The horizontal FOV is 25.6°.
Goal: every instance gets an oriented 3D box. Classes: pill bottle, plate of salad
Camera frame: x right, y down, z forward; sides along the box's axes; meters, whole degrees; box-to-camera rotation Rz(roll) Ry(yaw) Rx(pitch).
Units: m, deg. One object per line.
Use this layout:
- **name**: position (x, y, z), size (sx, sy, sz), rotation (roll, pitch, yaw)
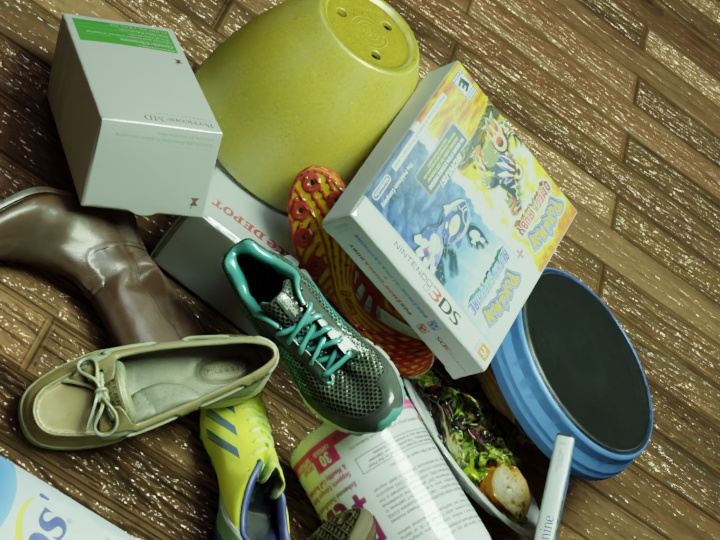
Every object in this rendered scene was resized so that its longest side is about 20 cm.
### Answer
- **pill bottle**: position (0.037, 0.208, 1.278), size (0.113, 0.113, 0.201), rotation (-14, 66, -46)
- **plate of salad**: position (0.105, 0.148, 1.388), size (0.200, 0.048, 0.200), rotation (47, 13, -14)

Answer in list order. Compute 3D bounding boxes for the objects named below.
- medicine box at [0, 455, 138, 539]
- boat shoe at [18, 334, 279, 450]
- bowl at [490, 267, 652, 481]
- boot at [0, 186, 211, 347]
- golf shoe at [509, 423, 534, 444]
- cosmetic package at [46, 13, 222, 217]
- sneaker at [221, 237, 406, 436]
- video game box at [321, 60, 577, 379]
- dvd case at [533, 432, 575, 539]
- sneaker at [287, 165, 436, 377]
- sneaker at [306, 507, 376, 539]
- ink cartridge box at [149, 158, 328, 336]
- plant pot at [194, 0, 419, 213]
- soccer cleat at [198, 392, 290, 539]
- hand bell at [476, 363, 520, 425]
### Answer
- **medicine box**: position (-0.212, 0.256, 1.036), size (0.199, 0.103, 0.183), rotation (34, 41, -13)
- **boat shoe**: position (-0.161, 0.087, 1.209), size (0.199, 0.063, 0.074), rotation (-8, 77, -19)
- **bowl**: position (0.190, 0.088, 1.415), size (0.200, 0.039, 0.202), rotation (33, 39, -32)
- **boot**: position (-0.213, 0.029, 1.269), size (0.186, 0.064, 0.201), rotation (-21, 76, -45)
- **golf shoe**: position (0.156, 0.063, 1.517), size (0.078, 0.097, 0.201), rotation (-15, 66, -44)
- **cosmetic package**: position (-0.195, -0.132, 1.337), size (0.107, 0.085, 0.200), rotation (5, 30, -25)
- **sneaker**: position (-0.046, 0.049, 1.241), size (0.200, 0.078, 0.091), rotation (44, -2, 28)
- **video game box**: position (0.081, -0.044, 1.335), size (0.182, 0.047, 0.201), rotation (50, 53, -22)
- **dvd case**: position (0.143, 0.246, 1.275), size (0.017, 0.143, 0.202), rotation (11, 68, 9)
- **sneaker**: position (0.000, 0.000, 1.348), size (0.201, 0.073, 0.077), rotation (60, 16, -12)
- **sneaker**: position (-0.033, 0.275, 1.187), size (0.076, 0.070, 0.201), rotation (45, 59, -22)
- **ink cartridge box**: position (-0.078, -0.047, 1.420), size (0.145, 0.088, 0.201), rotation (37, 39, -8)
- **plant pot**: position (-0.029, -0.165, 1.386), size (0.199, 0.142, 0.201), rotation (23, 43, -22)
- **soccer cleat**: position (-0.083, 0.155, 1.245), size (0.064, 0.084, 0.202), rotation (16, 47, -29)
- **hand bell**: position (0.099, 0.062, 1.428), size (0.103, 0.105, 0.201), rotation (8, 38, -35)
